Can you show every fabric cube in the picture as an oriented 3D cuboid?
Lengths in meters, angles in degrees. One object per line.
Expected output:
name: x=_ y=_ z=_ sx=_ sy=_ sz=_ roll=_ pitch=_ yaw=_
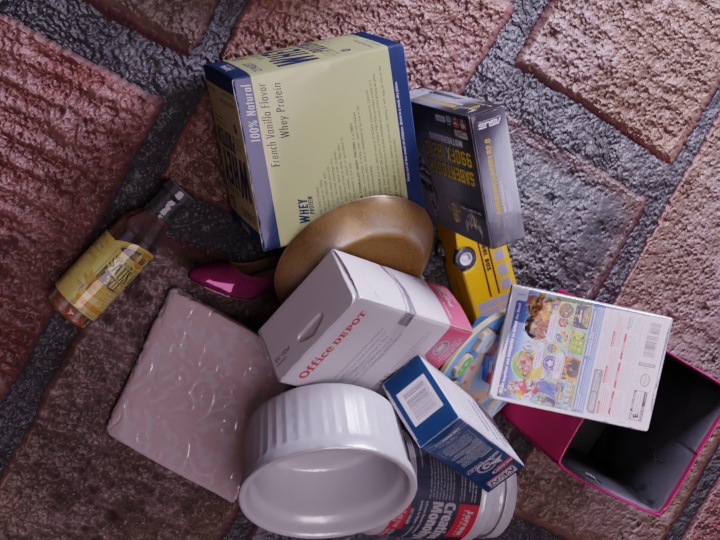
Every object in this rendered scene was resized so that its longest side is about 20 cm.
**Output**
fabric cube: x=0.332 y=0.174 z=1.576 sx=0.196 sy=0.199 sz=0.200 roll=29 pitch=94 yaw=-26

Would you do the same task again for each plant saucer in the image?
plant saucer: x=0.000 y=0.000 z=1.357 sx=0.200 sy=0.035 sz=0.200 roll=-16 pitch=141 yaw=-14

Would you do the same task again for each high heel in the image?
high heel: x=-0.111 y=-0.015 z=1.428 sx=0.200 sy=0.067 sz=0.096 roll=4 pitch=112 yaw=-36

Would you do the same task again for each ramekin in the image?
ramekin: x=-0.040 y=0.214 z=1.332 sx=0.200 sy=0.098 sz=0.201 roll=-4 pitch=139 yaw=-4

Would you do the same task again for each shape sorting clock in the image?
shape sorting clock: x=0.162 y=0.134 z=1.505 sx=0.200 sy=0.039 sz=0.200 roll=-30 pitch=137 yaw=-32

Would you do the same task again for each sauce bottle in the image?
sauce bottle: x=-0.276 y=-0.023 z=1.364 sx=0.200 sy=0.066 sz=0.066 roll=-48 pitch=115 yaw=0

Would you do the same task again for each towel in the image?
towel: x=-0.189 y=0.149 z=1.416 sx=0.191 sy=0.032 sz=0.200 roll=27 pitch=95 yaw=11

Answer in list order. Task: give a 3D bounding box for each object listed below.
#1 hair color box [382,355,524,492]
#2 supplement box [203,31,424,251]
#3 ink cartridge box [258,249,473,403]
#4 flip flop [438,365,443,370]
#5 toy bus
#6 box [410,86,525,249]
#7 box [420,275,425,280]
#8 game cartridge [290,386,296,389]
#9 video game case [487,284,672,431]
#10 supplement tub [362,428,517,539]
hair color box: x=0.112 y=0.186 z=1.392 sx=0.060 sy=0.100 sz=0.200 roll=-39 pitch=142 yaw=9
supplement box: x=-0.053 y=-0.153 z=1.350 sx=0.199 sy=0.134 sz=0.201 roll=-15 pitch=111 yaw=-16
ink cartridge box: x=0.007 y=0.070 z=1.344 sx=0.200 sy=0.083 sz=0.147 roll=19 pitch=123 yaw=-44
flip flop: x=0.103 y=0.128 z=1.516 sx=0.200 sy=0.058 sz=0.081 roll=22 pitch=101 yaw=-54
toy bus: x=0.154 y=0.003 z=1.534 sx=0.078 sy=0.065 sz=0.200 roll=-23 pitch=111 yaw=-15
box: x=0.112 y=-0.126 z=1.386 sx=0.048 sy=0.200 sz=0.159 roll=-19 pitch=112 yaw=-19
box: x=0.032 y=0.067 z=1.497 sx=0.137 sy=0.040 sz=0.200 roll=-34 pitch=128 yaw=-9
game cartridge: x=-0.052 y=0.196 z=1.441 sx=0.133 sy=0.040 sz=0.200 roll=-34 pitch=93 yaw=5
video game case: x=0.268 y=0.107 z=1.436 sx=0.199 sy=0.018 sz=0.144 roll=12 pitch=94 yaw=1
supplement tub: x=0.091 y=0.284 z=1.550 sx=0.199 sy=0.140 sz=0.141 roll=10 pitch=102 yaw=-22
